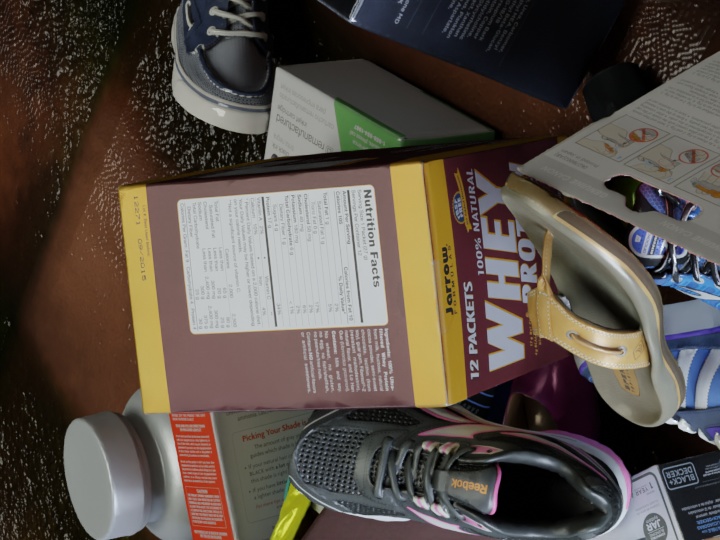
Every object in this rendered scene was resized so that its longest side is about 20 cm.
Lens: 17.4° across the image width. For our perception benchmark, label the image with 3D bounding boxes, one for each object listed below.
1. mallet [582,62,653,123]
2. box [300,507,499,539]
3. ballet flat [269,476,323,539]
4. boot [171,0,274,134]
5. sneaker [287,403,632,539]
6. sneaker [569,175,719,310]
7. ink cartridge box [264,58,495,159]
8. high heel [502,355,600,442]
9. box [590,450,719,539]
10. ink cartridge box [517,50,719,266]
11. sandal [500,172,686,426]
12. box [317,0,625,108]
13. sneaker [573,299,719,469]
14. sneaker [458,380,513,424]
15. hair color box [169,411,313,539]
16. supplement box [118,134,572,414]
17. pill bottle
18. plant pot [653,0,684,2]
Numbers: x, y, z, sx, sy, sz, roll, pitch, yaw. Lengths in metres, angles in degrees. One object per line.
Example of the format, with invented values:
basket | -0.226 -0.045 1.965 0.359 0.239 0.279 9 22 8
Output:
mallet | 0.121 -0.062 1.445 0.200 0.041 0.066 -34 70 54
box | 0.009 0.188 1.404 0.100 0.201 0.075 33 168 9
ballet flat | -0.024 0.173 1.476 0.067 0.067 0.201 9 66 48
boot | -0.092 -0.172 1.630 0.200 0.072 0.091 -116 38 -59
sneaker | 0.057 0.112 1.330 0.086 0.198 0.081 -38 -49 -85
sneaker | 0.184 -0.007 1.233 0.200 0.089 0.079 30 116 47
ink cartridge box | 0.001 -0.022 1.565 0.146 0.084 0.201 32 121 45
high heel | 0.094 0.128 1.462 0.067 0.096 0.202 17 110 50
box | 0.192 0.220 1.382 0.117 0.060 0.201 -36 68 49
ink cartridge box | 0.206 -0.054 1.200 0.161 0.199 0.050 28 142 46
sandal | 0.119 0.028 1.238 0.080 0.054 0.200 29 158 39
box | 0.029 -0.206 1.383 0.196 0.199 0.118 39 106 42
sneaker | 0.205 0.091 1.321 0.199 0.080 0.148 -15 78 46
sneaker | 0.059 0.049 1.492 0.070 0.078 0.201 37 132 41
hair color box | -0.069 0.089 1.530 0.061 0.101 0.202 -4 97 57
supplement box | 0.000 0.000 1.372 0.199 0.197 0.134 -3 96 29
pill bottle | -0.097 0.125 1.614 0.113 0.199 0.114 30 125 55
plant pot | 0.186 -0.226 1.226 0.175 0.199 0.202 138 118 -68
